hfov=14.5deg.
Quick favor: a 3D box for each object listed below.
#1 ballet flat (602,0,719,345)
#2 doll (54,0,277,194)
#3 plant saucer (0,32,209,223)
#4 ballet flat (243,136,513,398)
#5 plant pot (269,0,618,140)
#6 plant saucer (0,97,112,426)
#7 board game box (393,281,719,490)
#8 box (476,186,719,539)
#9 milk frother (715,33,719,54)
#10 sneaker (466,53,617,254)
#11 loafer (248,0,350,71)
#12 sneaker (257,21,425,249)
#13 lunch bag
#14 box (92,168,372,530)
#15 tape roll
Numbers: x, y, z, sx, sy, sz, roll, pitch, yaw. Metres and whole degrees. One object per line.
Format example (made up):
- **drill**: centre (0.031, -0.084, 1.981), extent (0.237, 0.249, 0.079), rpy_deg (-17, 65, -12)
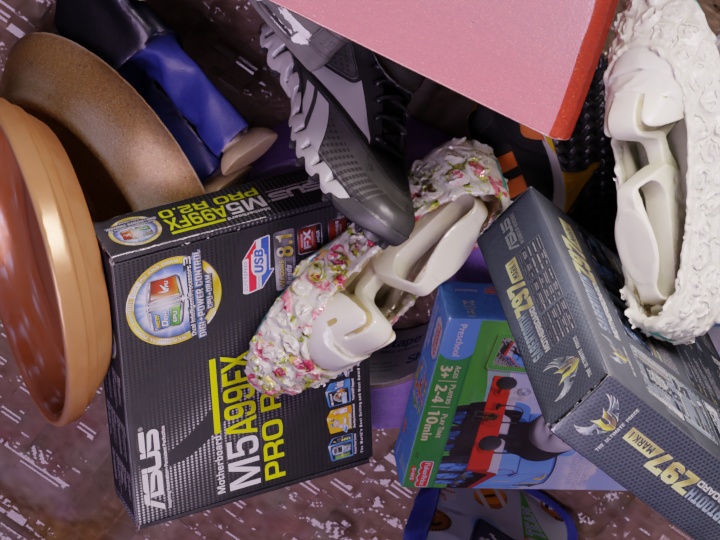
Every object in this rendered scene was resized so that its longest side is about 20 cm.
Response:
- **ballet flat**: centre (0.163, -0.058, 1.537), extent (0.071, 0.072, 0.201), rpy_deg (-6, 91, 21)
- **doll**: centre (-0.139, -0.129, 1.696), extent (0.200, 0.048, 0.137), rpy_deg (50, 143, 9)
- **plant saucer**: centre (-0.164, -0.051, 1.735), extent (0.200, 0.035, 0.201), rpy_deg (37, 150, 26)
- **ballet flat**: centre (0.012, 0.005, 1.649), extent (0.200, 0.064, 0.076), rpy_deg (-48, 131, 5)
- **plant pot**: centre (0.070, -0.219, 1.530), extent (0.199, 0.200, 0.177), rpy_deg (25, 116, -1)
- **plant saucer**: centre (-0.189, -0.008, 1.684), extent (0.037, 0.200, 0.201), rpy_deg (-14, 125, -17)
- **board game box**: centre (0.132, 0.074, 1.736), extent (0.199, 0.037, 0.152), rpy_deg (1, 134, -13)
- **box**: centre (0.151, 0.058, 1.573), extent (0.051, 0.200, 0.158), rpy_deg (-43, 120, 16)
- **milk frother**: centre (0.309, -0.062, 1.592), extent (0.188, 0.181, 0.200), rpy_deg (22, 164, 42)
- **sneaker**: centre (0.105, -0.066, 1.699), extent (0.090, 0.070, 0.201), rpy_deg (33, 144, 33)
- **loafer**: centre (-0.081, -0.193, 1.628), extent (0.200, 0.070, 0.070), rpy_deg (40, 103, 19)
- **sneaker**: centre (0.003, -0.101, 1.633), extent (0.090, 0.200, 0.066), rpy_deg (-40, 133, 19)
- **lunch bag**: centre (0.087, 0.237, 1.830), extent (0.123, 0.170, 0.200), rpy_deg (-20, 114, 24)
- **box**: centre (-0.075, 0.046, 1.699), extent (0.160, 0.044, 0.201), rpy_deg (-15, 125, -19)
- **tape roll**: centre (0.000, 0.000, 1.765), extent (0.199, 0.066, 0.201), rpy_deg (9, 125, 12)
